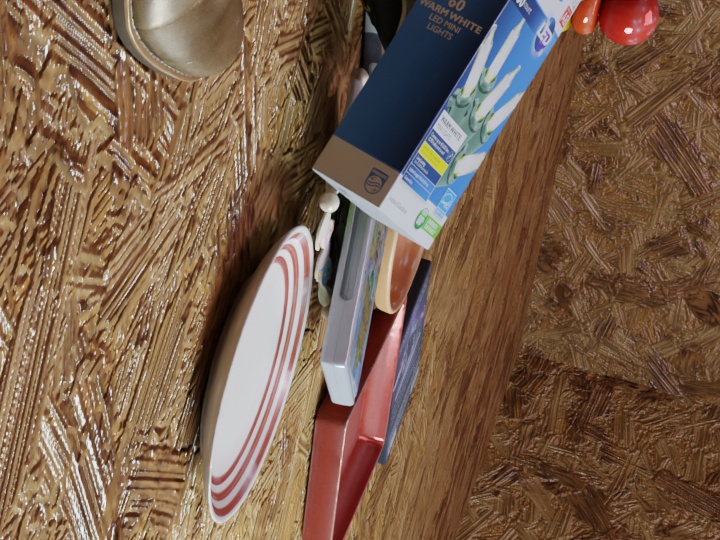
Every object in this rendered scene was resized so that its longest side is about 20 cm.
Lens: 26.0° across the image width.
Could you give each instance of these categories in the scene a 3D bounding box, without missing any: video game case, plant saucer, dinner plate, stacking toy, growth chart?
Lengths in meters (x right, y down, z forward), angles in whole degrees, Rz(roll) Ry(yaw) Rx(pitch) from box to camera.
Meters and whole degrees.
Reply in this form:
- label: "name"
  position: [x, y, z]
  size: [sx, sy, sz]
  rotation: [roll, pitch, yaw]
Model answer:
- label: "video game case"
  position: [0.000, 0.000, 1.187]
  size: [0.200, 0.022, 0.183]
  rotation: [85, 15, -77]
- label: "plant saucer"
  position: [0.038, -0.062, 1.416]
  size: [0.200, 0.037, 0.201]
  rotation: [14, 90, -81]
- label: "dinner plate"
  position: [-0.071, 0.065, 1.023]
  size: [0.200, 0.024, 0.201]
  rotation: [15, 90, -79]
- label: "stacking toy"
  position: [0.167, -0.247, 1.384]
  size: [0.085, 0.199, 0.086]
  rotation: [15, 90, -81]
- label: "growth chart"
  position: [-0.015, -0.048, 1.132]
  size: [0.200, 0.018, 0.145]
  rotation: [93, 7, -62]
- label: "video game case"
  position: [0.047, 0.104, 1.766]
  size: [0.201, 0.019, 0.143]
  rotation: [93, 15, -46]
- label: "plant saucer"
  position: [-0.009, 0.149, 1.462]
  size: [0.200, 0.037, 0.200]
  rotation: [-62, 163, -52]

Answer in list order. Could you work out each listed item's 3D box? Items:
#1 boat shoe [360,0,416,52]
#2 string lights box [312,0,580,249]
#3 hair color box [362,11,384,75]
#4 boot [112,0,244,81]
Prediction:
- label: "boat shoe"
  position: [0.033, -0.196, 1.041]
  size: [0.074, 0.063, 0.202]
  rotation: [-37, 153, -9]
- label: "string lights box"
  position: [0.059, -0.124, 1.013]
  size: [0.201, 0.059, 0.103]
  rotation: [-58, 155, -1]
- label: "hair color box"
  position: [0.056, -0.181, 1.153]
  size: [0.201, 0.100, 0.061]
  rotation: [93, 19, -49]
- label: "boot"
  position: [-0.060, -0.133, 0.644]
  size: [0.200, 0.075, 0.074]
  rotation: [84, 21, -67]
